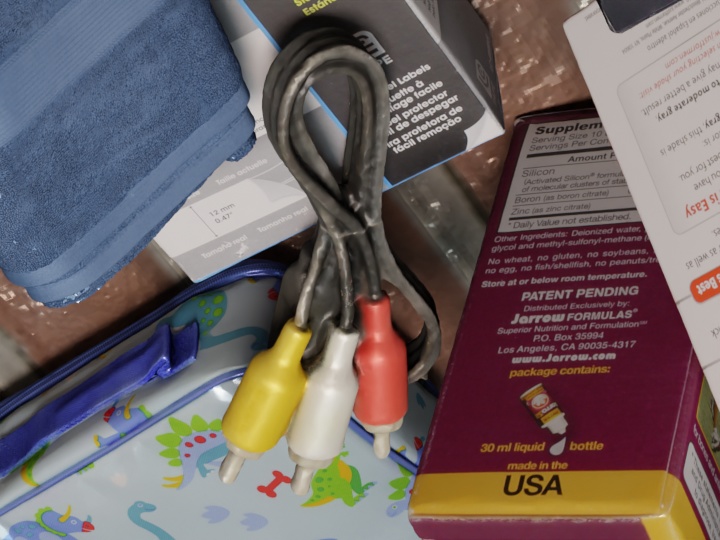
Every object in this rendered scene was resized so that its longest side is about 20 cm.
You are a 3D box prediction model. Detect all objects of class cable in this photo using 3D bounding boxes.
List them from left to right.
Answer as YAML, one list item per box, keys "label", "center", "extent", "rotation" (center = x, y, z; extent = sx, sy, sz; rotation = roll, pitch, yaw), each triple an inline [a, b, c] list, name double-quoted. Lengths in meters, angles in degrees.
- label: "cable"
  center: [0.000, 0.000, 0.875]
  extent: [0.096, 0.050, 0.201]
  rotation: [-10, 136, -23]

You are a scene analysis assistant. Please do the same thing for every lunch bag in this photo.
- label: "lunch bag"
  center: [-0.067, 0.089, 1.027]
  extent: [0.199, 0.083, 0.161]
  rotation: [-32, 129, 25]

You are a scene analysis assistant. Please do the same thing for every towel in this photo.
- label: "towel"
  center: [-0.110, -0.087, 0.759]
  extent: [0.112, 0.048, 0.201]
  rotation: [-44, 136, -18]

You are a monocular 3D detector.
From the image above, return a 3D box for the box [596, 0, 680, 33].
- label: "box"
  center: [0.116, -0.207, 0.715]
  extent: [0.199, 0.104, 0.182]
  rotation: [-27, 132, 10]

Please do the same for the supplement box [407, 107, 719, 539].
- label: "supplement box"
  center: [0.103, 0.050, 0.905]
  extent: [0.102, 0.201, 0.131]
  rotation: [-3, 137, 25]

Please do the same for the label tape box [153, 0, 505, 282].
- label: "label tape box"
  center: [-0.057, -0.101, 0.853]
  extent: [0.143, 0.066, 0.200]
  rotation: [-24, 133, 19]

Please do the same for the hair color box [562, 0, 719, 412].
- label: "hair color box"
  center: [0.159, -0.021, 0.808]
  extent: [0.064, 0.201, 0.111]
  rotation: [-10, 165, -43]
